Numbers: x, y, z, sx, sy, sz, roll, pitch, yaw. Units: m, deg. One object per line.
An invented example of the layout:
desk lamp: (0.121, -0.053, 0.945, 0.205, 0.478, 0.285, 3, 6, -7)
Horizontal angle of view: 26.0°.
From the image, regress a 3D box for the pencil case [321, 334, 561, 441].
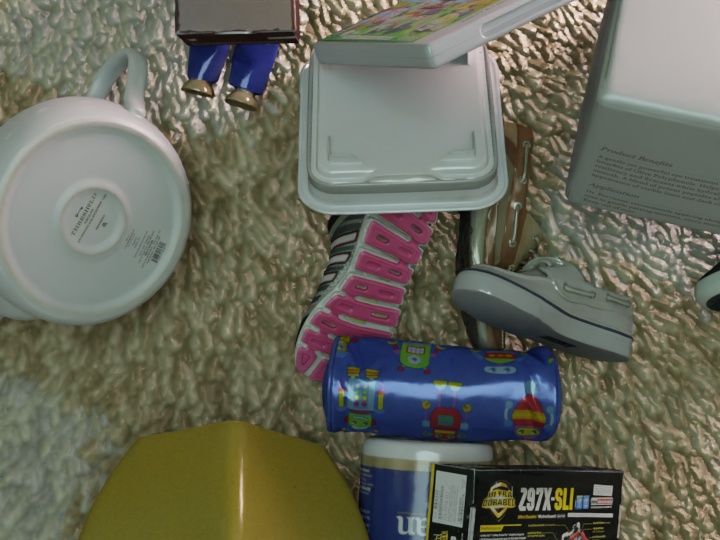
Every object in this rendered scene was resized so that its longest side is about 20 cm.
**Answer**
pencil case: (0.068, 0.094, 1.270, 0.198, 0.087, 0.078, 2, 132, 1)

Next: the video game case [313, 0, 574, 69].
video game case: (0.080, -0.205, 1.228, 0.181, 0.200, 0.022, -28, 109, -20)

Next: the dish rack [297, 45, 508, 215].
dish rack: (0.033, -0.131, 1.276, 0.170, 0.044, 0.201, -1, 48, 1)

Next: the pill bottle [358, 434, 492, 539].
pill bottle: (0.051, 0.239, 1.283, 0.110, 0.111, 0.202, 2, 88, 1)

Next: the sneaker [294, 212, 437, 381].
sneaker: (0.000, 0.000, 1.318, 0.073, 0.088, 0.201, 18, 111, -20)

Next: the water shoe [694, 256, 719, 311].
water shoe: (0.359, -0.037, 1.321, 0.199, 0.072, 0.079, -29, 65, -3)

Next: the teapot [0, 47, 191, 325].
teapot: (-0.242, -0.060, 1.293, 0.199, 0.146, 0.199, -23, 114, -20)

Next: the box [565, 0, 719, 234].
box: (0.284, -0.155, 1.238, 0.197, 0.172, 0.201, 12, 67, 4)

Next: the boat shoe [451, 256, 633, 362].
boat shoe: (0.155, 0.021, 1.274, 0.199, 0.072, 0.066, 20, 74, -33)

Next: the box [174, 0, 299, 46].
box: (-0.100, -0.289, 1.279, 0.099, 0.075, 0.202, 0, 89, 1)

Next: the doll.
doll: (-0.102, -0.246, 1.340, 0.135, 0.048, 0.202, 15, 88, 1)

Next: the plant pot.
plant pot: (-0.104, 0.230, 1.227, 0.193, 0.195, 0.202, -13, 65, 36)

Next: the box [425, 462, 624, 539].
box: (0.132, 0.237, 1.251, 0.049, 0.199, 0.161, 0, 85, 45)

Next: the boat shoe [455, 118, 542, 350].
boat shoe: (0.120, -0.030, 1.313, 0.071, 0.076, 0.202, -1, 94, -8)
